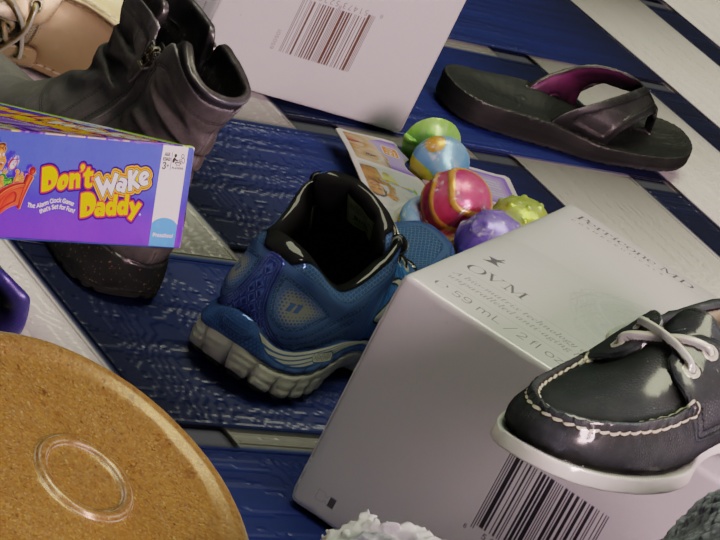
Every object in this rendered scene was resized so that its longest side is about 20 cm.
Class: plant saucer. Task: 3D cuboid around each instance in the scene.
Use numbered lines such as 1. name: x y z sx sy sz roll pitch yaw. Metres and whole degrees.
1. plant saucer: -0.110 0.087 1.056 0.200 0.035 0.200 30 28 -18

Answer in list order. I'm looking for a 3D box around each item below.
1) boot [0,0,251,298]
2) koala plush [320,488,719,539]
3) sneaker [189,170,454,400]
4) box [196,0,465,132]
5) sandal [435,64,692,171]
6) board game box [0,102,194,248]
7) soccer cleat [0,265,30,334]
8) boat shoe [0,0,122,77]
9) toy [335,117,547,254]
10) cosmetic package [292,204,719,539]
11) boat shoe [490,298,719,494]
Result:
1. boot: -0.125 -0.090 1.373 0.070 0.132 0.200 2 32 -46
2. koala plush: 0.071 0.151 1.022 0.200 0.184 0.177 10 24 -10
3. sneaker: 0.000 0.000 1.371 0.078 0.089 0.200 34 22 16
4. box: -0.050 -0.190 1.729 0.152 0.106 0.200 14 25 -31
5. sandal: 0.142 -0.105 1.837 0.200 0.048 0.075 10 27 -36
6. board game box: -0.188 -0.051 1.228 0.200 0.045 0.134 14 8 43
7. soccer cleat: -0.192 0.023 1.122 0.084 0.065 0.200 25 19 11
8. boat shoe: -0.189 -0.138 1.505 0.200 0.072 0.065 29 35 0
9. toy: 0.064 -0.030 1.574 0.115 0.047 0.200 16 23 -23
10. cosmetic package: 0.114 0.083 1.269 0.199 0.123 0.200 33 21 15
11. boat shoe: 0.124 0.041 1.125 0.076 0.060 0.200 30 22 28
